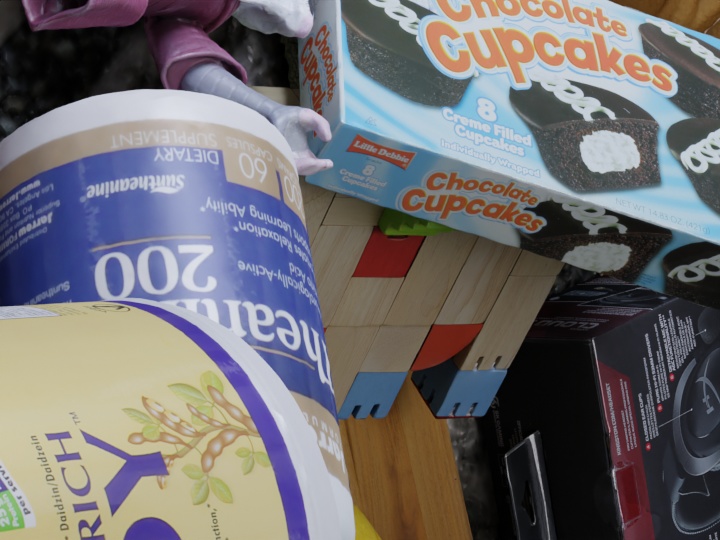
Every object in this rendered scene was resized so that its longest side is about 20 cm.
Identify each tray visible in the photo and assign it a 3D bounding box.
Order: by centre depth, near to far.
[{"bbox_3d":[0.006,0.126,1.261,0.098,0.037,0.201,-28,112,-44],"label":"tray"}]

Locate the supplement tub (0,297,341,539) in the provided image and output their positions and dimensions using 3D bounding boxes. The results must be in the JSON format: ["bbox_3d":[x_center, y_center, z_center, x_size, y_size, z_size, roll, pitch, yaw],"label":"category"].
[{"bbox_3d":[-0.117,0.083,0.780,0.200,0.145,0.146,-4,94,-48],"label":"supplement tub"}]

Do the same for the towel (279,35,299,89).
[{"bbox_3d":[0.011,-0.147,1.258,0.148,0.036,0.201,-30,114,-42],"label":"towel"}]

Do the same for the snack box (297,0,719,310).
[{"bbox_3d":[0.072,-0.058,1.119,0.199,0.037,0.117,16,45,-21],"label":"snack box"}]

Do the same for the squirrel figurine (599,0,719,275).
[{"bbox_3d":[0.111,-0.103,1.270,0.200,0.141,0.187,-58,142,-8],"label":"squirrel figurine"}]

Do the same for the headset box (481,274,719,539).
[{"bbox_3d":[0.136,0.078,1.372,0.200,0.077,0.150,-23,107,-44],"label":"headset box"}]

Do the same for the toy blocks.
[{"bbox_3d":[0.000,0.000,1.161,0.199,0.100,0.137,1,130,-35],"label":"toy blocks"}]

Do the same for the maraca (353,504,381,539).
[{"bbox_3d":[-0.056,0.119,1.145,0.200,0.107,0.137,47,47,-14],"label":"maraca"}]

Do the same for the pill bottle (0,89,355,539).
[{"bbox_3d":[-0.062,0.053,0.951,0.111,0.111,0.201,22,48,-46],"label":"pill bottle"}]

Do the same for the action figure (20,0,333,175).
[{"bbox_3d":[-0.082,-0.110,1.024,0.200,0.148,0.135,24,73,-62],"label":"action figure"}]
